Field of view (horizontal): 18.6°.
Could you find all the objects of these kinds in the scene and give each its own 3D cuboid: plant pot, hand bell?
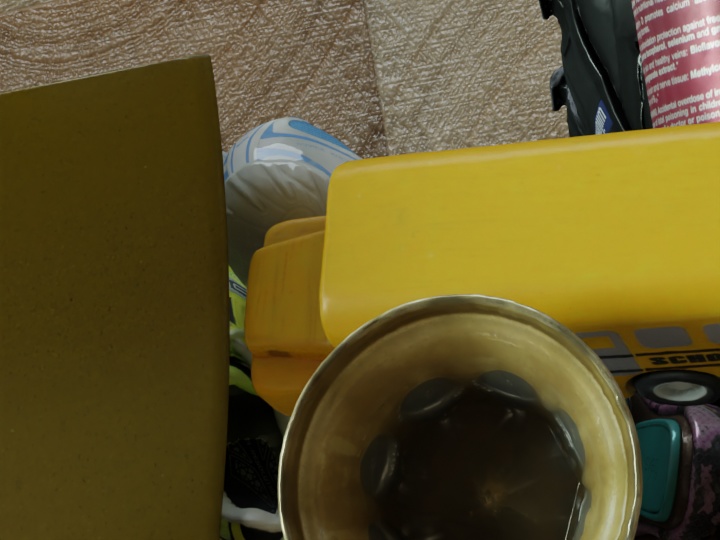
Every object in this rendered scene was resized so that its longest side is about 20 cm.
[{"bbox_3d":[-0.153,0.049,0.732,0.199,0.178,0.200,-16,1,-32],"label":"plant pot"},{"bbox_3d":[0.054,0.077,0.697,0.103,0.105,0.200,-10,-14,15],"label":"hand bell"}]

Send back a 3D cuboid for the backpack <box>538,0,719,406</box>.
[{"bbox_3d":[0.171,-0.038,0.912,0.150,0.201,0.178,-14,-31,-1],"label":"backpack"}]

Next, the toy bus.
[{"bbox_3d":[0.056,0.002,0.679,0.199,0.066,0.078,-5,-24,21],"label":"toy bus"}]

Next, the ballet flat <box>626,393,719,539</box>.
[{"bbox_3d":[0.129,0.079,0.893,0.071,0.070,0.200,10,-2,-11],"label":"ballet flat"}]

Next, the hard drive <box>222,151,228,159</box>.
[{"bbox_3d":[0.000,0.000,0.934,0.199,0.027,0.132,21,-12,-4],"label":"hard drive"}]

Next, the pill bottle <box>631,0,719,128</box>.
[{"bbox_3d":[0.148,-0.082,0.745,0.109,0.202,0.110,-9,-2,0],"label":"pill bottle"}]

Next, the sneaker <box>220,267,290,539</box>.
[{"bbox_3d":[-0.055,0.026,0.804,0.075,0.201,0.077,-27,-20,-12],"label":"sneaker"}]

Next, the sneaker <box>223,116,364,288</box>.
[{"bbox_3d":[0.022,0.026,0.802,0.072,0.200,0.073,-29,19,25],"label":"sneaker"}]
